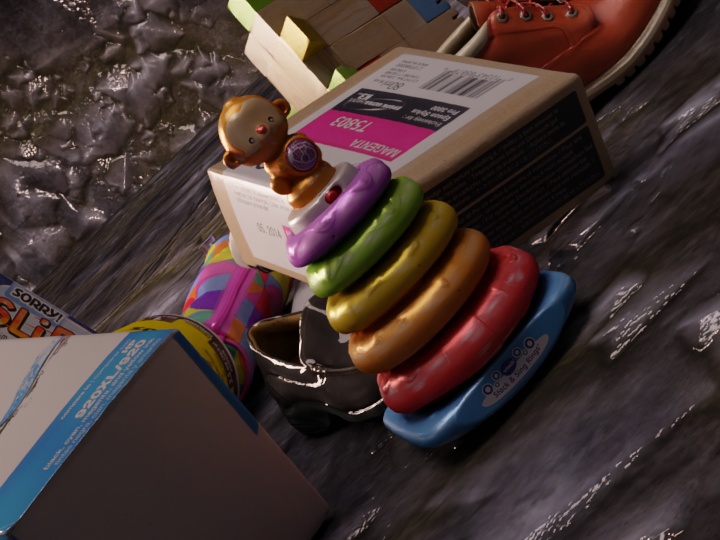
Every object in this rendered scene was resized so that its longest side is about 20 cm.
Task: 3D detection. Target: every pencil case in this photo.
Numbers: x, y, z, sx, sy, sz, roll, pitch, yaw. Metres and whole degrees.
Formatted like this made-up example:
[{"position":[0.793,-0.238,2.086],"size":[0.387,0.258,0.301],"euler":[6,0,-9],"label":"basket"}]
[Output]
[{"position":[-0.106,0.036,1.429],"size":[0.088,0.088,0.200],"euler":[-40,15,24],"label":"pencil case"}]

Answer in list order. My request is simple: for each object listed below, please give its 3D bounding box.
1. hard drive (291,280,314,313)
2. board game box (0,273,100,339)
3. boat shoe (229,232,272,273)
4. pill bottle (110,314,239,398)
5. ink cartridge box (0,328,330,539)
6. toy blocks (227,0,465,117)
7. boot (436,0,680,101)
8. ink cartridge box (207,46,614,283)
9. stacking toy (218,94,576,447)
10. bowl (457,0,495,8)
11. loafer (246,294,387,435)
[{"position":[0.000,0.000,1.317],"size":[0.132,0.025,0.200],"euler":[-44,11,11],"label":"hard drive"},{"position":[-0.231,0.100,1.367],"size":[0.035,0.199,0.136],"euler":[-60,-1,42],"label":"board game box"},{"position":[-0.019,-0.048,1.434],"size":[0.062,0.073,0.199],"euler":[9,27,38],"label":"boat shoe"},{"position":[-0.163,0.098,1.244],"size":[0.109,0.109,0.200],"euler":[-42,-3,16],"label":"pill bottle"},{"position":[-0.152,0.134,0.984],"size":[0.199,0.148,0.145],"euler":[-5,41,51],"label":"ink cartridge box"},{"position":[0.020,-0.146,1.259],"size":[0.136,0.200,0.100],"euler":[-35,-14,-28],"label":"toy blocks"},{"position":[0.129,-0.160,1.192],"size":[0.200,0.107,0.075],"euler":[-45,15,-2],"label":"boot"},{"position":[0.026,-0.059,1.072],"size":[0.164,0.076,0.199],"euler":[-34,26,-23],"label":"ink cartridge box"},{"position":[0.004,-0.015,0.904],"size":[0.116,0.200,0.110],"euler":[-46,11,-9],"label":"stacking toy"},{"position":[0.138,-0.233,1.257],"size":[0.199,0.091,0.201],"euler":[-18,-19,-6],"label":"bowl"},{"position":[-0.009,0.047,1.066],"size":[0.073,0.072,0.200],"euler":[-51,13,-33],"label":"loafer"}]
